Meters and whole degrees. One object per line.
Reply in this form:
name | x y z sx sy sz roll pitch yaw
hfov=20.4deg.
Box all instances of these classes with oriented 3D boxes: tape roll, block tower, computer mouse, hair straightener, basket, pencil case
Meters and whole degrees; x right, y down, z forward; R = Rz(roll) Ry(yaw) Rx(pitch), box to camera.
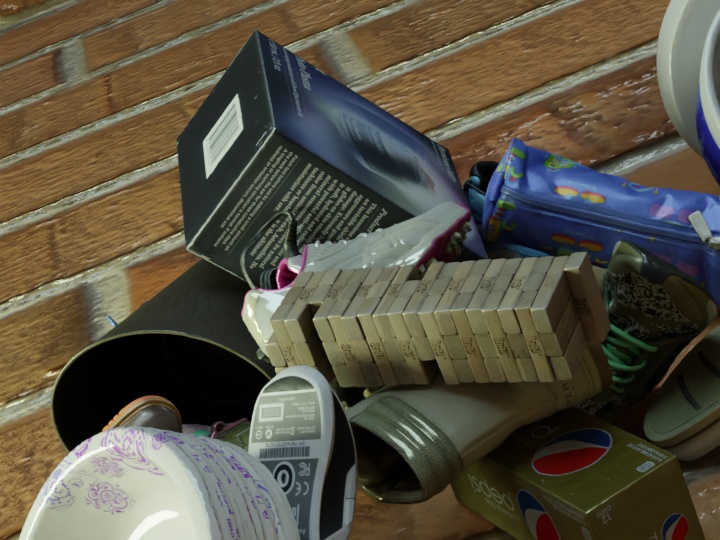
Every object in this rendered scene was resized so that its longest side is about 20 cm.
tape roll | 0.326 -0.162 1.528 0.202 0.203 0.037 -22 16 -3
block tower | 0.041 0.032 1.176 0.199 0.054 0.058 -5 33 28
computer mouse | -0.030 0.156 1.160 0.044 0.201 0.109 13 -13 -42
hair straightener | -0.037 0.046 1.380 0.041 0.201 0.077 -29 -26 30
basket | -0.111 0.069 1.483 0.180 0.137 0.200 4 22 11
pencil case | 0.184 -0.034 1.415 0.199 0.078 0.087 15 -4 12

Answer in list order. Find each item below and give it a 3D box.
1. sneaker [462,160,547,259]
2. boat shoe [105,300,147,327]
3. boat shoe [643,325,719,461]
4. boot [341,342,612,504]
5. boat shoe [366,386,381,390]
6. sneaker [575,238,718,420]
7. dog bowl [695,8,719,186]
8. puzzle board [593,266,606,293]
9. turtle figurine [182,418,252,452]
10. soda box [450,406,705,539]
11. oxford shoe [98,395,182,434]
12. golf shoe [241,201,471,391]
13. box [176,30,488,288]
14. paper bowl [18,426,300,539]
sneaker | 0.106 -0.051 1.620 0.200 0.090 0.078 -2 27 46
boat shoe | -0.159 0.061 1.633 0.068 0.084 0.200 10 19 28
boat shoe | 0.267 0.053 1.242 0.200 0.068 0.075 -42 26 4
boot | 0.042 0.071 1.239 0.154 0.072 0.200 -33 24 -20
boat shoe | 0.073 0.041 1.440 0.201 0.065 0.074 -15 9 5
sneaker | 0.165 0.054 1.257 0.077 0.200 0.089 30 67 12
dog bowl | 0.340 -0.123 1.426 0.199 0.201 0.079 -23 -22 -5
puzzle board | 0.131 0.049 1.457 0.150 0.017 0.200 -5 26 40
turtle figurine | -0.066 0.139 1.284 0.200 0.101 0.150 -9 38 54
soda box | 0.119 0.126 1.211 0.068 0.064 0.200 -29 21 -17
oxford shoe | -0.150 0.177 1.249 0.073 0.071 0.201 16 83 51
golf shoe | 0.000 0.000 1.366 0.091 0.075 0.200 35 48 16
box | -0.025 -0.058 1.538 0.123 0.198 0.200 -51 23 19
paper bowl | -0.104 0.191 1.122 0.104 0.202 0.200 12 -5 -41
